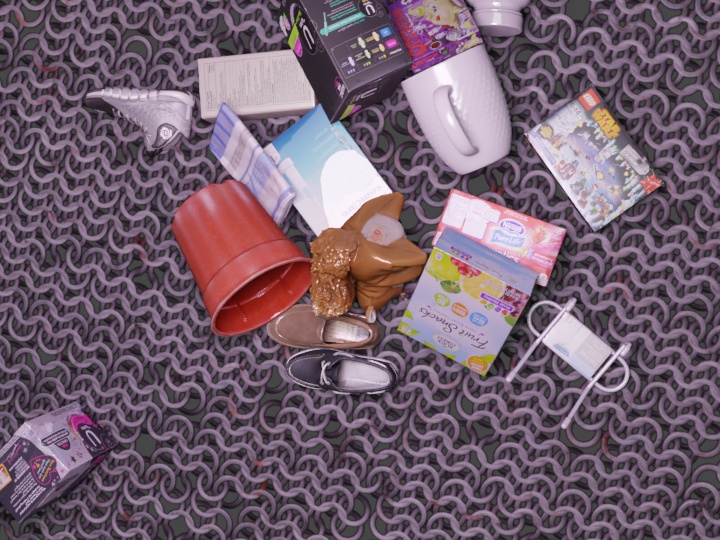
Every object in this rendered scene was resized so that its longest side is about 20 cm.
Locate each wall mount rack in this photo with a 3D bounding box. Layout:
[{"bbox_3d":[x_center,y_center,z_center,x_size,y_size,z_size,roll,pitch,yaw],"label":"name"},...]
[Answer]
[{"bbox_3d":[0.338,0.148,1.563,0.200,0.075,0.174,40,97,7],"label":"wall mount rack"}]

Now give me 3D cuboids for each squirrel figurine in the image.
[{"bbox_3d":[0.000,0.000,1.556,0.198,0.187,0.142,-16,58,-19],"label":"squirrel figurine"}]

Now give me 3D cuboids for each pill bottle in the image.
[{"bbox_3d":[0.225,-0.488,1.547,0.111,0.112,0.202,4,91,8],"label":"pill bottle"}]

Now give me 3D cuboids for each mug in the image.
[{"bbox_3d":[0.159,-0.245,1.520,0.147,0.200,0.177,-22,98,20],"label":"mug"}]

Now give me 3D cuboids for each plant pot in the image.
[{"bbox_3d":[-0.205,-0.029,1.581,0.200,0.201,0.196,-38,70,7],"label":"plant pot"}]

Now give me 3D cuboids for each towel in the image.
[{"bbox_3d":[-0.184,-0.170,1.608,0.024,0.147,0.201,-35,84,-25],"label":"towel"}]

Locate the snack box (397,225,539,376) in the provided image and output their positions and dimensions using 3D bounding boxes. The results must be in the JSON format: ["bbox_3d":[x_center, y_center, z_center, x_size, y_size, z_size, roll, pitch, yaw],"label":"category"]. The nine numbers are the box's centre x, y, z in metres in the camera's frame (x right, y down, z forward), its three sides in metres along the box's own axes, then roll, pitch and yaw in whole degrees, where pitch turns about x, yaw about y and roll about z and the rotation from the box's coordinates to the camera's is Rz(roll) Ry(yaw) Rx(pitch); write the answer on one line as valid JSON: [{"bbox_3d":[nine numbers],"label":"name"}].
[{"bbox_3d":[0.169,0.053,1.539,0.168,0.068,0.201,27,134,7],"label":"snack box"}]

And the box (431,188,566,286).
[{"bbox_3d":[0.226,-0.054,1.564,0.198,0.095,0.101,20,95,8],"label":"box"}]

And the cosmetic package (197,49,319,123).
[{"bbox_3d":[-0.170,-0.313,1.630,0.198,0.073,0.105,-3,90,9],"label":"cosmetic package"}]

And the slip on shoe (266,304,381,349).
[{"bbox_3d":[-0.065,0.101,1.630,0.198,0.061,0.077,8,93,8],"label":"slip on shoe"}]

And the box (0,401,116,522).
[{"bbox_3d":[-0.528,0.321,1.634,0.132,0.200,0.115,-45,87,7],"label":"box"}]

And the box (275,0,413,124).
[{"bbox_3d":[-0.029,-0.364,1.516,0.124,0.149,0.201,-27,86,-16],"label":"box"}]

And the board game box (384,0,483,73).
[{"bbox_3d":[0.114,-0.405,1.545,0.119,0.032,0.201,-27,45,11],"label":"board game box"}]

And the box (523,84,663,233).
[{"bbox_3d":[0.379,-0.182,1.567,0.136,0.040,0.201,-36,86,7],"label":"box"}]

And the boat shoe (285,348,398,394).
[{"bbox_3d":[-0.035,0.171,1.627,0.198,0.060,0.076,-1,91,9],"label":"boat shoe"}]

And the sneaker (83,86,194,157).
[{"bbox_3d":[-0.388,-0.256,1.666,0.198,0.075,0.117,2,94,8],"label":"sneaker"}]

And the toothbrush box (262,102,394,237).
[{"bbox_3d":[-0.053,-0.157,1.610,0.146,0.085,0.201,-38,85,6],"label":"toothbrush box"}]
